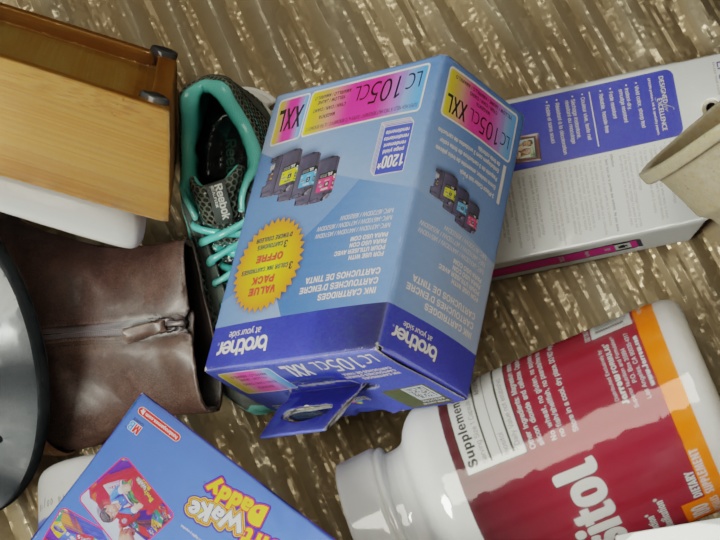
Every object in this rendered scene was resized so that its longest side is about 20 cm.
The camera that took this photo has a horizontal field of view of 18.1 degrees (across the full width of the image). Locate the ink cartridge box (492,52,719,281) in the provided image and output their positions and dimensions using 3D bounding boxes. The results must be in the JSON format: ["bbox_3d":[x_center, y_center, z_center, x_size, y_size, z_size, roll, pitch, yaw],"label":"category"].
[{"bbox_3d":[0.121,-0.054,1.260,0.199,0.037,0.095,-13,70,13],"label":"ink cartridge box"}]

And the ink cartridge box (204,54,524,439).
[{"bbox_3d":[0.000,0.000,1.193,0.136,0.076,0.201,-10,60,45],"label":"ink cartridge box"}]

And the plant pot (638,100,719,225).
[{"bbox_3d":[0.274,-0.038,1.133,0.200,0.200,0.184,-38,91,1],"label":"plant pot"}]

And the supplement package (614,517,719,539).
[{"bbox_3d":[0.194,0.186,1.080,0.109,0.200,0.115,-11,71,11],"label":"supplement package"}]

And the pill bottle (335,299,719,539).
[{"bbox_3d":[0.094,0.103,1.179,0.199,0.113,0.114,-24,69,8],"label":"pill bottle"}]

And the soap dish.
[{"bbox_3d":[-0.172,-0.088,1.235,0.156,0.200,0.082,17,103,-8],"label":"soap dish"}]

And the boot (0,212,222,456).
[{"bbox_3d":[-0.162,0.000,1.283,0.165,0.072,0.201,-15,85,27],"label":"boot"}]

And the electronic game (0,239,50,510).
[{"bbox_3d":[-0.244,0.044,1.271,0.199,0.041,0.201,16,115,38],"label":"electronic game"}]

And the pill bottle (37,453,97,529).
[{"bbox_3d":[-0.115,0.204,1.204,0.111,0.112,0.201,-7,72,13],"label":"pill bottle"}]

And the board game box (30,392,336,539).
[{"bbox_3d":[-0.070,0.173,1.114,0.200,0.045,0.135,35,82,22],"label":"board game box"}]

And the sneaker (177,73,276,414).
[{"bbox_3d":[-0.073,-0.019,1.270,0.077,0.091,0.201,-14,71,11],"label":"sneaker"}]
